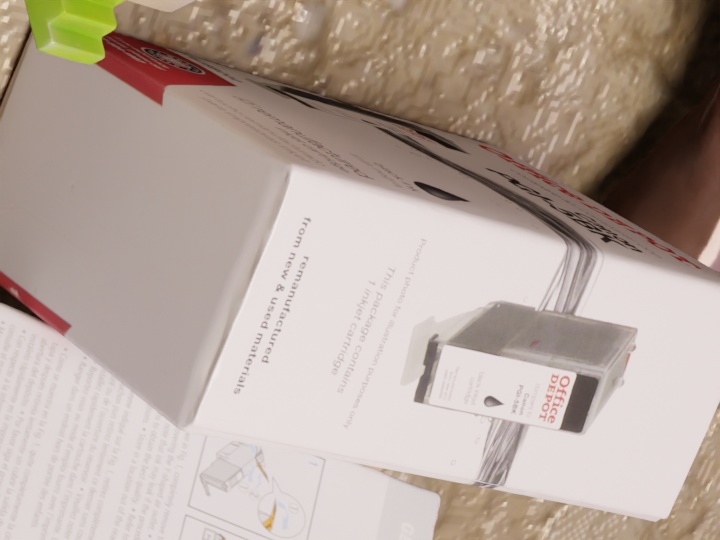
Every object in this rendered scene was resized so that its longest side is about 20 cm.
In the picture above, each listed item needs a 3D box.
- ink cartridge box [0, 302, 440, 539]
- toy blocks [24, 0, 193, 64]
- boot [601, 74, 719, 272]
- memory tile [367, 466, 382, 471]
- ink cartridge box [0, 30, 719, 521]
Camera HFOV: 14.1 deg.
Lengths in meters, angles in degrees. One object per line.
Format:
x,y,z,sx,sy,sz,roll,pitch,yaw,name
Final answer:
-0.077,0.118,0.819,0.173,0.200,0.044,24,141,-14,ink cartridge box
-0.045,-0.130,0.766,0.137,0.100,0.200,-24,163,26,toy blocks
0.123,-0.072,0.955,0.186,0.064,0.200,-49,159,-16,boot
-0.079,0.114,0.951,0.200,0.017,0.153,-21,150,-26,memory tile
0.000,0.000,0.898,0.200,0.147,0.083,14,103,-41,ink cartridge box
